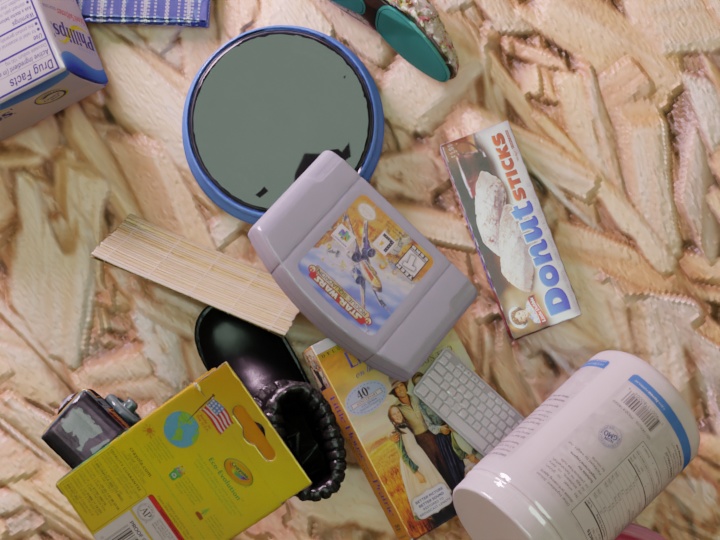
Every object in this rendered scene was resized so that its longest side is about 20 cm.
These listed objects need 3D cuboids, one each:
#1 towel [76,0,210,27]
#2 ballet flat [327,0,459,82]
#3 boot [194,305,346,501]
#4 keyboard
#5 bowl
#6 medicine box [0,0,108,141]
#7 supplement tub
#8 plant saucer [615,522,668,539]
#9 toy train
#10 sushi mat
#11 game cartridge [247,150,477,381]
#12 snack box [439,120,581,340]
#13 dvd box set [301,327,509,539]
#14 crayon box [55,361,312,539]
[{"bbox_3d":[-0.244,-0.312,1.381,0.198,0.024,0.146,2,82,0],"label":"towel"},{"bbox_3d":[0.025,-0.264,1.345,0.200,0.076,0.064,37,71,1],"label":"ballet flat"},{"bbox_3d":[-0.081,0.111,1.266,0.079,0.158,0.211,-38,86,-2],"label":"boot"},{"bbox_3d":[0.136,0.158,1.303,0.200,0.011,0.056,42,62,-6],"label":"keyboard"},{"bbox_3d":[-0.076,-0.141,1.350,0.199,0.039,0.202,0,84,1],"label":"bowl"},{"bbox_3d":[-0.367,-0.232,1.314,0.181,0.103,0.201,-24,86,12],"label":"medicine box"},{"bbox_3d":[0.194,0.178,1.244,0.200,0.132,0.132,-39,85,-20],"label":"supplement tub"},{"bbox_3d":[0.227,0.330,1.266,0.199,0.051,0.202,-8,70,22],"label":"plant saucer"},{"bbox_3d":[-0.208,0.188,1.284,0.200,0.114,0.085,44,88,5],"label":"toy train"},{"bbox_3d":[-0.148,0.002,1.315,0.199,0.096,0.012,22,121,3],"label":"sushi mat"},{"bbox_3d":[0.000,0.000,1.282,0.200,0.042,0.133,43,58,-3],"label":"game cartridge"},{"bbox_3d":[0.144,-0.039,1.343,0.071,0.024,0.201,-20,84,-2],"label":"snack box"},{"bbox_3d":[0.053,0.132,1.299,0.146,0.029,0.201,-24,84,-27],"label":"dvd box set"},{"bbox_3d":[-0.143,0.173,1.178,0.199,0.051,0.127,-35,91,20],"label":"crayon box"}]
